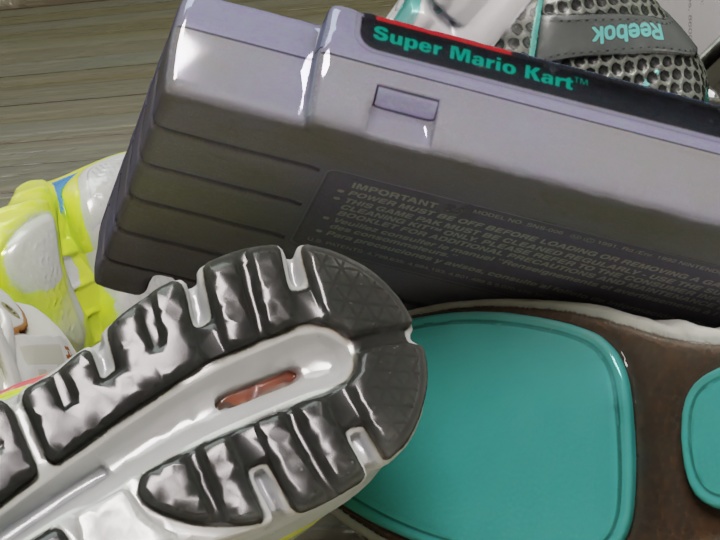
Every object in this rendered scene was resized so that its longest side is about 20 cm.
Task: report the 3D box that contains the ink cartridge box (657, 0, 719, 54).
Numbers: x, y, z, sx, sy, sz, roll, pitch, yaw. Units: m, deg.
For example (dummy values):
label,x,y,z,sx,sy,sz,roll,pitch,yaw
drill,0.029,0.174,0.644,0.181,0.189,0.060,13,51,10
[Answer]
label,x,y,z,sx,sy,sz,roll,pitch,yaw
ink cartridge box,0.160,-0.108,0.990,0.144,0.085,0.200,0,4,-17

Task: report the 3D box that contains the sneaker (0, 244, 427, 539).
label,x,y,z,sx,sy,sz,roll,pitch,yaw
sneaker,-0.081,0.064,0.596,0.199,0.078,0.090,-18,-17,-18

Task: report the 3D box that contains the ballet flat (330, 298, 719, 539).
label,x,y,z,sx,sy,sz,roll,pitch,yaw
ballet flat,0.078,0.041,0.627,0.199,0.070,0.069,-5,9,35

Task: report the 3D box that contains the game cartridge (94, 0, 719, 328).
label,x,y,z,sx,sy,sz,roll,pitch,yaw
game cartridge,0.043,-0.008,0.648,0.199,0.039,0.130,14,-27,-8

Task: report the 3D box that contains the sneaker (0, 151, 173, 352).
label,x,y,z,sx,sy,sz,roll,pitch,yaw
sneaker,-0.126,0.005,0.906,0.105,0.076,0.200,0,12,34

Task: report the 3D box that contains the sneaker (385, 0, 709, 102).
label,x,y,z,sx,sy,sz,roll,pitch,yaw
sneaker,0.017,-0.007,0.737,0.091,0.200,0.078,37,26,-4

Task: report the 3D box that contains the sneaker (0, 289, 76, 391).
label,x,y,z,sx,sy,sz,roll,pitch,yaw
sneaker,-0.110,0.024,0.705,0.084,0.073,0.200,-3,0,-11

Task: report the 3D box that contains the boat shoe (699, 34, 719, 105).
label,x,y,z,sx,sy,sz,roll,pitch,yaw
boat shoe,0.091,-0.024,0.801,0.071,0.064,0.200,-2,33,48
